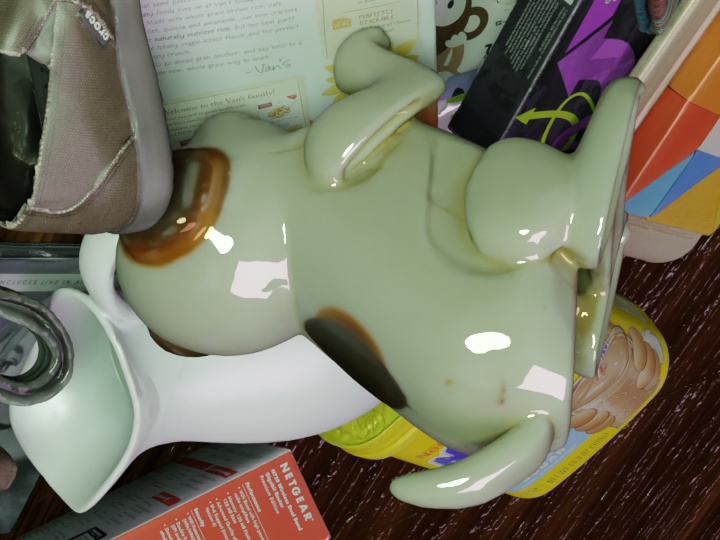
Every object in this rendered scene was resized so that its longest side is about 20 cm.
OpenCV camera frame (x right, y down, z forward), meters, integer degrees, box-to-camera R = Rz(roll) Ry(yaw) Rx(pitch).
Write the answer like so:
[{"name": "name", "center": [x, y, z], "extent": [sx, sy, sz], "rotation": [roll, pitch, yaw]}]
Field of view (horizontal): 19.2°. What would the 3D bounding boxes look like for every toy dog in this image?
[{"name": "toy dog", "center": [0.000, 0.000, 0.864], "extent": [0.140, 0.199, 0.194], "rotation": [73, 31, -66]}]

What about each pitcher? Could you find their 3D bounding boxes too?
[{"name": "pitcher", "center": [-0.055, 0.011, 0.997], "extent": [0.200, 0.121, 0.172], "rotation": [-19, 144, -36]}]

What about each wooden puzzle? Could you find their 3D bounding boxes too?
[{"name": "wooden puzzle", "center": [0.183, -0.081, 1.089], "extent": [0.200, 0.037, 0.185], "rotation": [-52, 153, 16]}]

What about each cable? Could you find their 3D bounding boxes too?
[{"name": "cable", "center": [-0.190, -0.006, 0.868], "extent": [0.097, 0.050, 0.200], "rotation": [-45, 118, -24]}]

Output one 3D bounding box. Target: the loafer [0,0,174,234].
[{"name": "loafer", "center": [-0.121, -0.103, 0.768], "extent": [0.071, 0.073, 0.201], "rotation": [-22, 104, -37]}]

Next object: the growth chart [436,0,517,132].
[{"name": "growth chart", "center": [0.048, -0.133, 1.012], "extent": [0.144, 0.018, 0.200], "rotation": [-28, 144, -12]}]

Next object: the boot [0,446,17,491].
[{"name": "boot", "center": [-0.203, 0.054, 0.870], "extent": [0.166, 0.200, 0.072], "rotation": [29, 88, -39]}]

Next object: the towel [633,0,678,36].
[{"name": "towel", "center": [0.168, -0.208, 0.912], "extent": [0.200, 0.022, 0.147], "rotation": [-62, 165, -6]}]

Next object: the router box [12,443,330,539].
[{"name": "router box", "center": [-0.123, 0.147, 1.084], "extent": [0.179, 0.049, 0.200], "rotation": [-25, -177, -12]}]

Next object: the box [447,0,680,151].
[{"name": "box", "center": [0.145, -0.126, 1.051], "extent": [0.200, 0.036, 0.143], "rotation": [-13, 140, -48]}]

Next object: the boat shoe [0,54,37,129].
[{"name": "boat shoe", "center": [-0.164, -0.104, 0.810], "extent": [0.200, 0.072, 0.068], "rotation": [23, 107, -40]}]

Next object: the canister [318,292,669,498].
[{"name": "canister", "center": [0.074, 0.053, 1.203], "extent": [0.149, 0.087, 0.200], "rotation": [-45, 147, 15]}]

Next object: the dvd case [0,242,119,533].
[{"name": "dvd case", "center": [-0.201, 0.064, 1.042], "extent": [0.148, 0.016, 0.200], "rotation": [0, 132, -40]}]

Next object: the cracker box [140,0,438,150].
[{"name": "cracker box", "center": [-0.039, -0.131, 0.874], "extent": [0.134, 0.058, 0.200], "rotation": [-10, 143, -5]}]
